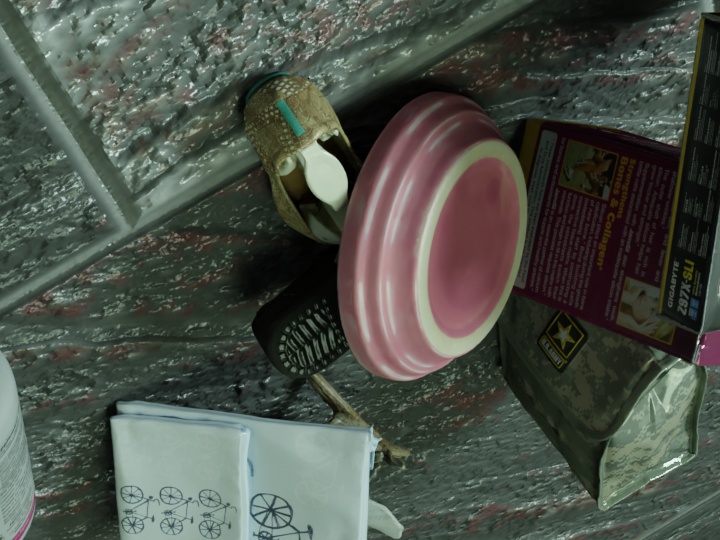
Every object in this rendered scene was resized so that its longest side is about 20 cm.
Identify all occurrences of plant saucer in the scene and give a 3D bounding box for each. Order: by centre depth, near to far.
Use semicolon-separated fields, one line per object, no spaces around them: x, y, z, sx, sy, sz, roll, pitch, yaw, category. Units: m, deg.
0.057;-0.019;1.323;0.200;0.051;0.201;-29;126;-51;plant saucer

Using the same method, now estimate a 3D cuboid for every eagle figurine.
-0.055;0.194;1.554;0.200;0.152;0.151;-43;168;8;eagle figurine

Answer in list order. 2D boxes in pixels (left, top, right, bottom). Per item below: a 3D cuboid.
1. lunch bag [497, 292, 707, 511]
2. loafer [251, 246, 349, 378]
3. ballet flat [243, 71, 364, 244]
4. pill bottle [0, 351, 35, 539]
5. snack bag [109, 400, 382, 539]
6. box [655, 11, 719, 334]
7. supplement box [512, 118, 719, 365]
0.191;0.069;1.554;0.117;0.164;0.200;-28;148;-14;lunch bag
0.000;0.000;1.397;0.200;0.071;0.073;-31;122;-25;loafer
-0.025;-0.055;1.289;0.070;0.065;0.200;-35;149;2;ballet flat
-0.274;0.104;1.245;0.113;0.113;0.200;-21;146;-18;pill bottle
-0.087;0.183;1.467;0.200;0.021;0.189;6;127;5;snack bag
0.275;-0.066;1.244;0.159;0.049;0.200;-6;111;-32;box
0.206;-0.023;1.375;0.103;0.200;0.131;3;105;-43;supplement box
